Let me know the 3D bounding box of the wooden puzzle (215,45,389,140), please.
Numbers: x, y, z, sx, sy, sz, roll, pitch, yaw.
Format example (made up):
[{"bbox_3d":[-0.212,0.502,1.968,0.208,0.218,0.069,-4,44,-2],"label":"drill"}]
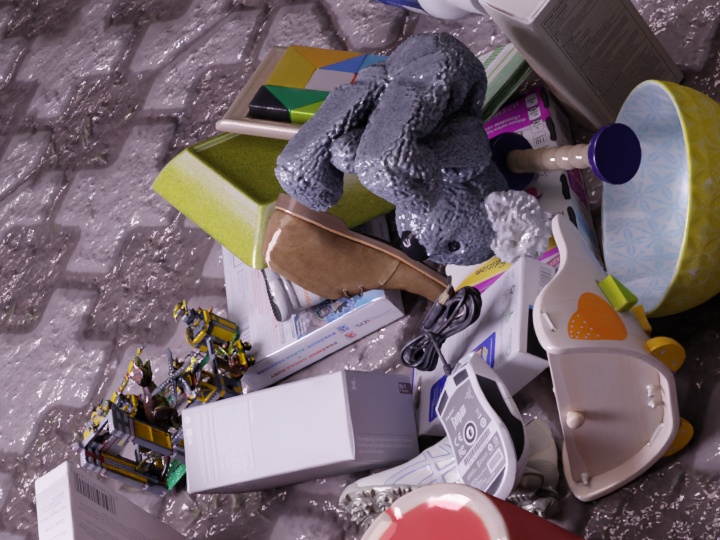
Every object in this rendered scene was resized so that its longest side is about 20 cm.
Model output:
[{"bbox_3d":[-0.032,-0.185,1.589,0.184,0.037,0.200,8,34,14],"label":"wooden puzzle"}]

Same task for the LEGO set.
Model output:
[{"bbox_3d":[-0.209,0.119,1.530,0.200,0.116,0.154,-43,37,30],"label":"LEGO set"}]

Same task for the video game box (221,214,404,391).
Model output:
[{"bbox_3d":[-0.053,0.002,1.584,0.182,0.047,0.201,-29,45,21],"label":"video game box"}]

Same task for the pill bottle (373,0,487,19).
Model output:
[{"bbox_3d":[0.076,-0.336,1.686,0.200,0.111,0.111,24,76,46],"label":"pill bottle"}]

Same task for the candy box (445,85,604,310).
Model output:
[{"bbox_3d":[0.142,-0.063,1.464,0.136,0.061,0.201,-27,46,21],"label":"candy box"}]

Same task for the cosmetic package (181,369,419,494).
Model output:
[{"bbox_3d":[-0.056,0.149,1.406,0.199,0.107,0.091,-14,76,37],"label":"cosmetic package"}]

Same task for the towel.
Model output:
[{"bbox_3d":[0.100,-0.168,1.533,0.153,0.023,0.200,-48,17,-24],"label":"towel"}]

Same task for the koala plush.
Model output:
[{"bbox_3d":[0.069,-0.081,1.339,0.177,0.200,0.184,4,51,52],"label":"koala plush"}]

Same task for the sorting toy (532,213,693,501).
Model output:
[{"bbox_3d":[0.191,0.051,1.264,0.106,0.200,0.180,-16,46,2],"label":"sorting toy"}]

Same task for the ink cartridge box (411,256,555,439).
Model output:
[{"bbox_3d":[0.105,0.078,1.365,0.200,0.039,0.100,-45,31,50],"label":"ink cartridge box"}]

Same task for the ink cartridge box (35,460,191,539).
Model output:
[{"bbox_3d":[-0.202,0.285,1.373,0.045,0.200,0.177,-33,44,15],"label":"ink cartridge box"}]

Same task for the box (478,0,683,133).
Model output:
[{"bbox_3d":[0.206,-0.212,1.422,0.095,0.200,0.078,-50,42,-4],"label":"box"}]

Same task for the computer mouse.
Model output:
[{"bbox_3d":[0.095,0.110,1.277,0.110,0.044,0.200,-57,40,37],"label":"computer mouse"}]

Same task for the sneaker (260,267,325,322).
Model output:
[{"bbox_3d":[-0.069,-0.027,1.548,0.080,0.074,0.200,-18,43,-4],"label":"sneaker"}]

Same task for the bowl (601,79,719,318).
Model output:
[{"bbox_3d":[0.284,-0.058,1.295,0.107,0.201,0.201,1,48,-11],"label":"bowl"}]

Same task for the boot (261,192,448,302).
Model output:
[{"bbox_3d":[0.000,0.000,1.457,0.076,0.199,0.074,-67,12,-2],"label":"boot"}]

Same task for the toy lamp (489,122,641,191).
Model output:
[{"bbox_3d":[0.164,-0.096,1.357,0.058,0.058,0.200,-59,26,-14],"label":"toy lamp"}]

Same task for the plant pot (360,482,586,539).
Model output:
[{"bbox_3d":[0.093,0.262,1.172,0.200,0.177,0.201,-21,49,26],"label":"plant pot"}]

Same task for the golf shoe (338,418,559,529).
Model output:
[{"bbox_3d":[0.080,0.178,1.335,0.199,0.078,0.097,-9,42,24],"label":"golf shoe"}]

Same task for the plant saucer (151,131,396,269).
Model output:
[{"bbox_3d":[-0.079,-0.098,1.544,0.199,0.048,0.200,-26,41,-28],"label":"plant saucer"}]
